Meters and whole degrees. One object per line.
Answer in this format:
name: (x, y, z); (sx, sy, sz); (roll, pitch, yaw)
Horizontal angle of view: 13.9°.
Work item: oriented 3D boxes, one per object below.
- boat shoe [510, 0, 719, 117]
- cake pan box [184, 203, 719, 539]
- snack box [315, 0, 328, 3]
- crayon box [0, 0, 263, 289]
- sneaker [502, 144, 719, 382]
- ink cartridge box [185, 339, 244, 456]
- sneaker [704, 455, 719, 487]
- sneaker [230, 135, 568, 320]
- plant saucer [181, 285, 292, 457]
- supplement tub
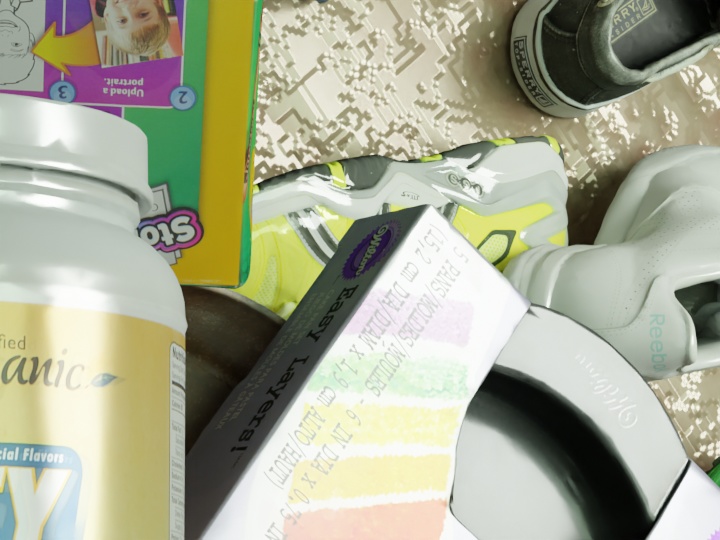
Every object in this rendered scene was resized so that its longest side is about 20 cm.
boat shoe: (0.146, -0.125, 1.179); (0.200, 0.064, 0.071); (-42, 106, -31)
cake pan box: (0.025, 0.106, 0.939); (0.184, 0.052, 0.200); (46, 63, -21)
snack box: (-0.041, -0.223, 1.065); (0.168, 0.068, 0.200); (23, 69, -30)
crayon box: (-0.130, -0.063, 0.905); (0.200, 0.058, 0.119); (3, 115, -4)
sneaker: (0.128, 0.005, 1.102); (0.200, 0.088, 0.075); (-34, 122, -57)
ink cartridge box: (-0.053, 0.104, 1.005); (0.200, 0.075, 0.165); (12, 78, -31)
sneaker: (0.167, 0.162, 1.139); (0.078, 0.085, 0.200); (5, 79, -33)
sneaker: (0.000, 0.000, 1.056); (0.200, 0.075, 0.077); (-10, 88, -33)
plant saucer: (-0.073, 0.101, 0.928); (0.200, 0.034, 0.201); (4, 82, -31)
supplement tub: (-0.119, 0.061, 0.802); (0.144, 0.145, 0.200); (5, 79, -33)
